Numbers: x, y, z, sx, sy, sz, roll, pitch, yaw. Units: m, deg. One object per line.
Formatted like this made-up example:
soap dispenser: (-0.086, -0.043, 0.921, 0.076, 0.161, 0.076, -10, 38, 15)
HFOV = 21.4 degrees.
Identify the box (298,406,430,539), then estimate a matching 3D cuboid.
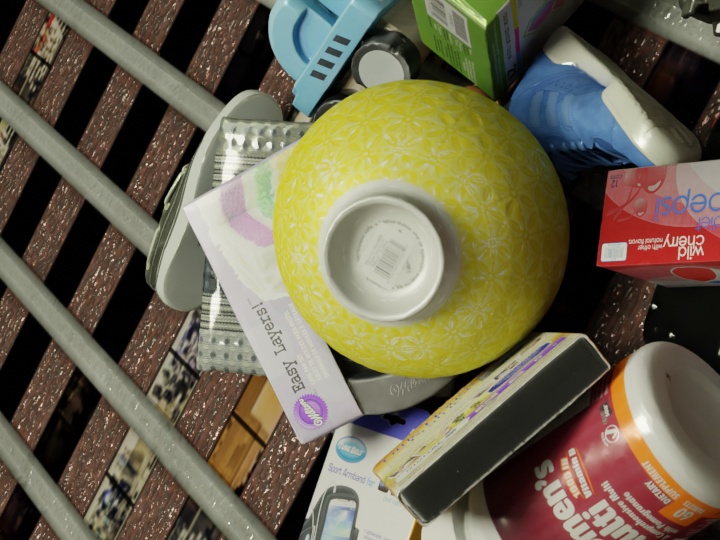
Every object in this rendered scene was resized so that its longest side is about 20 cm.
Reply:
box: (0.007, 0.193, 1.349, 0.119, 0.041, 0.200, 14, 81, 53)

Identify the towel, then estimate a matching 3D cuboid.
towel: (-0.015, -0.010, 1.366, 0.200, 0.035, 0.193, 6, 94, 15)

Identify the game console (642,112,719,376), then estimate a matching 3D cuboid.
game console: (0.267, -0.012, 1.142, 0.200, 0.031, 0.177, 22, 95, 53)

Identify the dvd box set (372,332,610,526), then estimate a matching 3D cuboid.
dvd box set: (0.076, 0.095, 1.187, 0.146, 0.029, 0.200, -40, 1, -5)

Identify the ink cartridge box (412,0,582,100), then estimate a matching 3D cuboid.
ink cartridge box: (0.127, -0.235, 1.310, 0.076, 0.148, 0.200, 41, 84, 14)

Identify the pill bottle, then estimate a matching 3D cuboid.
pill bottle: (0.136, 0.137, 1.158, 0.200, 0.109, 0.110, -40, 46, 33)

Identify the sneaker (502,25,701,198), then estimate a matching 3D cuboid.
sneaker: (0.146, -0.080, 1.266, 0.111, 0.077, 0.200, -53, 31, 12)

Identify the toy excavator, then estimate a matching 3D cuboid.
toy excavator: (-0.025, -0.215, 1.416, 0.195, 0.200, 0.100, -53, -1, 39)

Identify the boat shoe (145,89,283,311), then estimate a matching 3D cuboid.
boat shoe: (-0.132, -0.066, 1.618, 0.064, 0.071, 0.200, 36, 103, 51)

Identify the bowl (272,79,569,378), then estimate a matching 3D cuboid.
bowl: (0.027, -0.017, 1.217, 0.200, 0.108, 0.201, 3, 103, 15)

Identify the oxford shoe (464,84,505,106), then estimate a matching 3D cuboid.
oxford shoe: (0.047, -0.050, 1.392, 0.071, 0.071, 0.200, 22, 89, 54)

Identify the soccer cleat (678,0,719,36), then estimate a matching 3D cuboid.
soccer cleat: (0.277, -0.202, 1.180, 0.200, 0.070, 0.087, -1, 73, 51)

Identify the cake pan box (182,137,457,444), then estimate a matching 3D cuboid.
cake pan box: (0.000, 0.000, 1.319, 0.184, 0.052, 0.200, -27, 86, 16)

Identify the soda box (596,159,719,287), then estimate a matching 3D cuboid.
soda box: (0.234, -0.028, 1.107, 0.200, 0.070, 0.064, -2, 76, 52)
